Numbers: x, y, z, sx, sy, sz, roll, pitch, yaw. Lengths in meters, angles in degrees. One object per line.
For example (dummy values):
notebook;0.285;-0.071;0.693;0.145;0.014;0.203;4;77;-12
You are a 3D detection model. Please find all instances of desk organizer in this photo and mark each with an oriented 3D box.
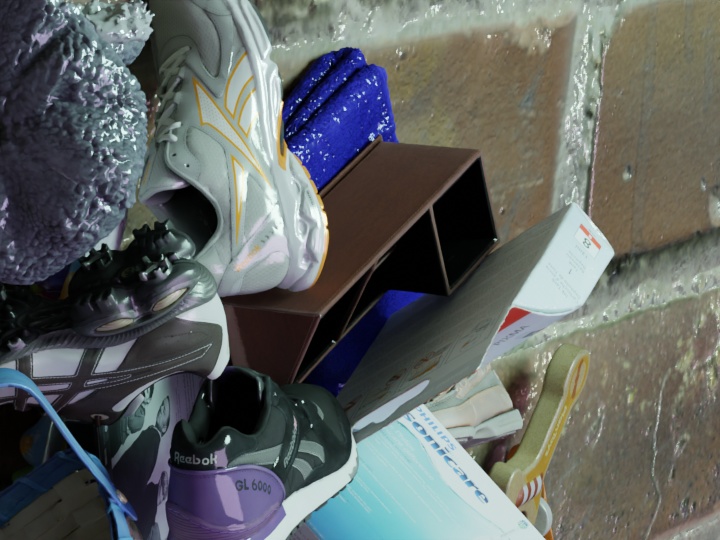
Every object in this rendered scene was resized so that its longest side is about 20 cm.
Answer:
desk organizer;0.000;0.000;1.675;0.200;0.077;0.072;-46;132;-44

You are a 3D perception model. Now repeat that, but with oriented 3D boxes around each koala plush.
koala plush;-0.178;-0.076;1.434;0.178;0.183;0.200;-59;173;5

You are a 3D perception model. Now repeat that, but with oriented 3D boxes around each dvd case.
dvd case;-0.123;0.105;1.636;0.200;0.025;0.151;-61;152;-61

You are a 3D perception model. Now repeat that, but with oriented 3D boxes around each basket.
basket;-0.192;0.164;1.446;0.176;0.139;0.200;-36;127;2

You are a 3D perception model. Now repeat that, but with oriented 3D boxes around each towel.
towel;-0.007;-0.022;1.771;0.148;0.049;0.201;-57;140;-47

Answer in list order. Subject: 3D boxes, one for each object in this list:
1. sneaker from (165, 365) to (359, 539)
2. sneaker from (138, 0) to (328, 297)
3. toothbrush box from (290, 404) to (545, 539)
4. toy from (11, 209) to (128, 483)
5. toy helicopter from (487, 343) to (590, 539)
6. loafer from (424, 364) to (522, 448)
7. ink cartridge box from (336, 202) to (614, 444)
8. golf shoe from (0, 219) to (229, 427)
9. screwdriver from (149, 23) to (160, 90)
sneaker;-0.050;0.085;1.518;0.200;0.075;0.088;-53;142;-66
sneaker;-0.090;-0.078;1.580;0.091;0.076;0.201;-14;76;-30
toothbrush box;0.010;0.170;1.714;0.085;0.146;0.200;-51;164;28
toy;-0.168;0.030;1.564;0.115;0.047;0.201;-71;171;-71
toy helicopter;0.124;0.150;2.039;0.201;0.078;0.132;-67;156;-8
loafer;0.049;0.093;1.914;0.200;0.072;0.063;-2;73;-66
ink cartridge box;0.056;0.055;1.667;0.050;0.162;0.200;48;35;-13
golf shoe;-0.162;0.052;1.468;0.078;0.199;0.095;-88;156;-54
screwdriver;-0.107;-0.041;1.628;0.029;0.028;0.201;-19;99;-41
